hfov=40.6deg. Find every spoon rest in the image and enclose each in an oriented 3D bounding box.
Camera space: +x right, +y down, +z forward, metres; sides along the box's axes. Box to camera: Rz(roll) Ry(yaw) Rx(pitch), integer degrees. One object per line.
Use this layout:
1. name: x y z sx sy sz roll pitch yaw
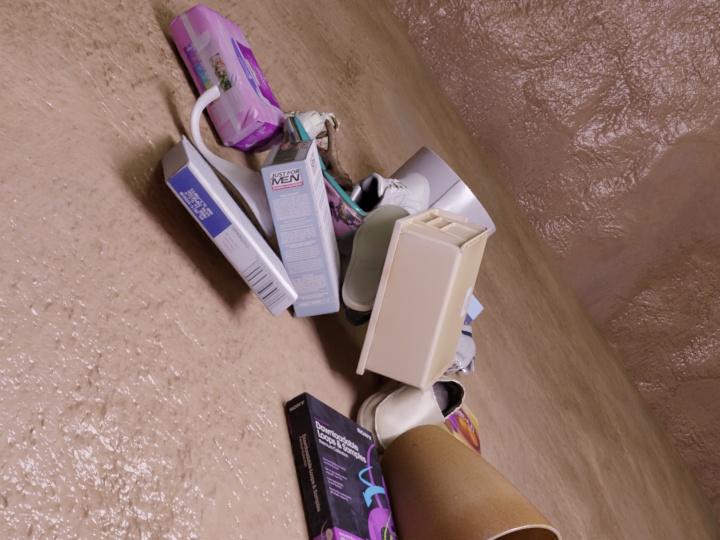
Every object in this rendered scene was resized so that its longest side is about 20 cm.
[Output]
1. spoon rest: -0.164 -0.130 1.241 0.202 0.060 0.099 64 -4 -1

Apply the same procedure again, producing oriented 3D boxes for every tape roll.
1. tape roll: 0.128 -0.102 1.747 0.203 0.139 0.203 49 -1 1

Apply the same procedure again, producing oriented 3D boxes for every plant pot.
1. plant pot: 0.107 0.286 1.148 0.186 0.186 0.201 39 13 -46

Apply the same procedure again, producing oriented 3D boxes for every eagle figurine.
1. eagle figurine: -0.031 -0.104 1.496 0.201 0.149 0.153 87 26 -64

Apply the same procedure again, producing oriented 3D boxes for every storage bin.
1. storage bin: 0.090 0.033 1.285 0.093 0.203 0.198 18 14 15

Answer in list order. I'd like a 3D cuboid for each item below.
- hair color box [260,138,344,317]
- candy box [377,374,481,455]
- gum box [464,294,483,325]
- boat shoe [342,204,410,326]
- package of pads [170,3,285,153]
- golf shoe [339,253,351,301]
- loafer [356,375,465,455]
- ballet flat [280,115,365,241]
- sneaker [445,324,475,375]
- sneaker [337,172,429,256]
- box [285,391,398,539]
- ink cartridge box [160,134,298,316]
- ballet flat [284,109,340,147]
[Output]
1. hair color box: -0.070 -0.054 1.241 0.099 0.060 0.203 -81 161 -67
2. candy box: 0.102 0.201 1.424 0.201 0.056 0.117 52 20 -24
3. gum box: 0.096 -0.006 1.618 0.170 0.045 0.200 49 -7 -29
4. boat shoe: 0.021 -0.005 1.312 0.067 0.073 0.201 97 6 -47
5. package of pads: -0.183 -0.268 1.379 0.202 0.075 0.120 63 18 11
6. golf shoe: 0.000 0.000 1.426 0.199 0.087 0.078 23 41 -59
7. loafer: 0.069 0.179 1.269 0.199 0.068 0.077 -26 94 -50
8. ballet flat: -0.069 -0.123 1.334 0.201 0.071 0.069 56 10 22
9. sneaker: 0.147 0.132 1.641 0.199 0.076 0.082 15 65 -59
10. sneaker: 0.037 -0.102 1.404 0.077 0.100 0.200 26 45 27
11. box: -0.014 0.247 1.076 0.143 0.036 0.202 40 25 -46
12. ink cartridge box: -0.157 -0.058 1.138 0.197 0.043 0.200 52 -1 -20
13. ballet flat: -0.084 -0.241 1.620 0.076 0.063 0.200 59 18 -2
